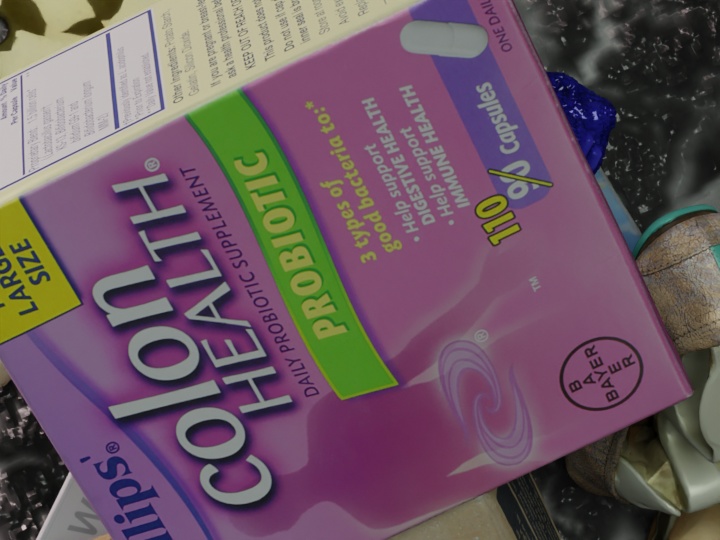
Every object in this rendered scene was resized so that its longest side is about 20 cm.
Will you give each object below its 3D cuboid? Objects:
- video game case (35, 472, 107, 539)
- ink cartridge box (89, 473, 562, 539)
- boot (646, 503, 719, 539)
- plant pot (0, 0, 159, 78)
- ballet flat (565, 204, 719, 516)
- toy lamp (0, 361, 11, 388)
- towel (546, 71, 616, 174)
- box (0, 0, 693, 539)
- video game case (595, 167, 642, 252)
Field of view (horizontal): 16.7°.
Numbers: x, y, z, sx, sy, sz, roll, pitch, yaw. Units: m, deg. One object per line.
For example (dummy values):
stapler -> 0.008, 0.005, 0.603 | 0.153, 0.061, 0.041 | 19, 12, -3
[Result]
video game case -> -0.048, 0.168, 0.979 | 0.199, 0.018, 0.144 | 28, 109, 0
ink cartridge box -> -0.011, 0.160, 0.910 | 0.199, 0.075, 0.165 | -21, 111, 14
boot -> 0.222, 0.123, 1.028 | 0.199, 0.066, 0.176 | 15, 78, -2
plant pot -> -0.121, -0.139, 0.969 | 0.195, 0.200, 0.195 | -35, 85, -12
ballet flat -> 0.123, 0.056, 0.958 | 0.068, 0.200, 0.067 | -23, 61, -14
toy lamp -> -0.100, 0.000, 1.021 | 0.199, 0.058, 0.058 | -34, 85, -9
towel -> 0.001, 0.011, 0.912 | 0.147, 0.050, 0.201 | 13, 113, -18
box -> -0.018, -0.005, 0.822 | 0.199, 0.097, 0.176 | -24, 118, 5
video game case -> 0.000, 0.000, 0.947 | 0.199, 0.022, 0.182 | -33, 117, 5
